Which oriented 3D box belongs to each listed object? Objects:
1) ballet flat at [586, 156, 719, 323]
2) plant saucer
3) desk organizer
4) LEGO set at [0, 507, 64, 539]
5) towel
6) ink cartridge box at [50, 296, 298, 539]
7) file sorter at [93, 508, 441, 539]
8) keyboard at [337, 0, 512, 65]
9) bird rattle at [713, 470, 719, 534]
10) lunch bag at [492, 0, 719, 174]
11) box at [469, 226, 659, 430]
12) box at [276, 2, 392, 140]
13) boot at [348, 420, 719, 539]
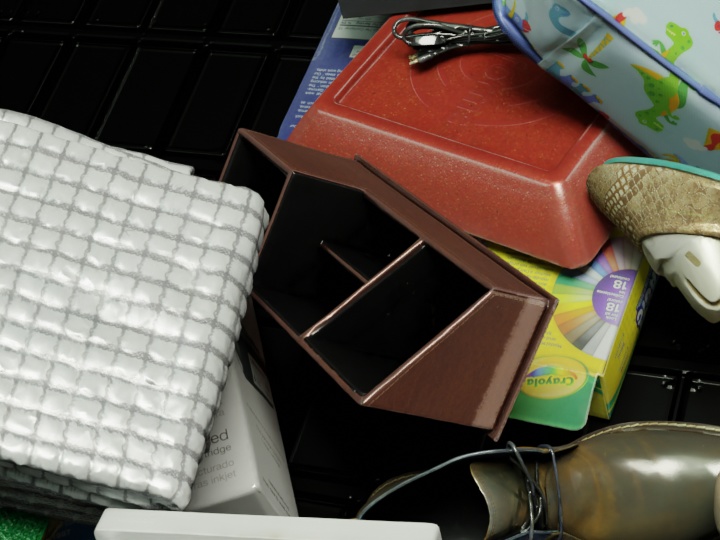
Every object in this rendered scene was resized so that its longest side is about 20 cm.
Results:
[{"bbox_3d":[0.194,-0.002,0.780,0.200,0.071,0.065,14,70,24],"label":"ballet flat"},{"bbox_3d":[0.082,-0.108,0.915,0.200,0.037,0.200,21,57,30],"label":"plant saucer"},{"bbox_3d":[0.000,0.000,0.796,0.200,0.077,0.072,40,112,54],"label":"desk organizer"},{"bbox_3d":[-0.189,0.063,0.798,0.154,0.116,0.200,14,61,-7],"label":"LEGO set"},{"bbox_3d":[-0.152,0.019,0.716,0.200,0.086,0.166,14,59,-6],"label":"towel"},{"bbox_3d":[-0.124,0.071,0.870,0.145,0.084,0.200,-19,52,4],"label":"ink cartridge box"},{"bbox_3d":[-0.035,0.211,0.646,0.139,0.200,0.125,0,32,16],"label":"file sorter"},{"bbox_3d":[0.084,-0.166,0.930,0.200,0.021,0.127,-6,47,12],"label":"keyboard"},{"bbox_3d":[0.226,0.109,0.683,0.163,0.113,0.200,7,31,33],"label":"bird rattle"},{"bbox_3d":[0.180,-0.135,0.846,0.200,0.082,0.161,35,63,-10],"label":"lunch bag"},{"bbox_3d":[0.098,-0.003,0.881,0.117,0.048,0.200,11,56,24],"label":"box"},{"bbox_3d":[0.030,-0.120,0.997,0.121,0.032,0.200,8,56,22],"label":"box"},{"bbox_3d":[0.089,0.112,0.756,0.200,0.097,0.075,-13,83,14],"label":"boot"}]
